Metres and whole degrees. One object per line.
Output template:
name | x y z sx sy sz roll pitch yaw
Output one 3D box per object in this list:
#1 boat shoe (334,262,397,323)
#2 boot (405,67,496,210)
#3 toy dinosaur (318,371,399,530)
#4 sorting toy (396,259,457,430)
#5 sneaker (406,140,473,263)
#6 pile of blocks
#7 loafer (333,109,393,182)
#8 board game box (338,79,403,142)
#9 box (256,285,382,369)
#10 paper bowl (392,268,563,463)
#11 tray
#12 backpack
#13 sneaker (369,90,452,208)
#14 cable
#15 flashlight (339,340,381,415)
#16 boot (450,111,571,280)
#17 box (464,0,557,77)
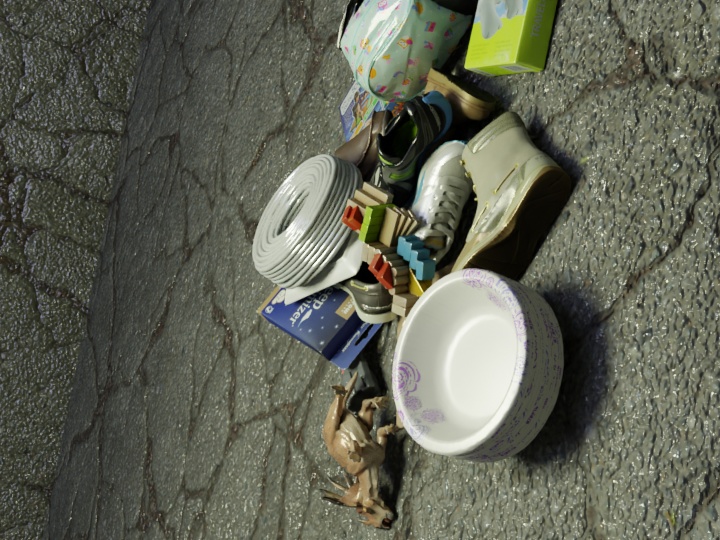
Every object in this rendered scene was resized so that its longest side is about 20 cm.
boat shoe | 0.000 0.000 1.501 0.201 0.071 0.061 -130 31 -56
boot | 0.103 -0.154 1.431 0.175 0.066 0.201 -121 48 -67
toy dinosaur | -0.014 0.234 1.423 0.136 0.085 0.201 -64 36 42
sorting toy | 0.098 0.094 1.364 0.200 0.036 0.186 141 135 -58
sneaker | 0.099 -0.071 1.372 0.201 0.076 0.081 -62 27 25
pile of blocks | 0.036 -0.025 1.334 0.201 0.062 0.082 57 132 23
loafer | -0.006 -0.159 1.595 0.073 0.071 0.201 -75 8 -46
board game box | 0.034 -0.276 1.650 0.200 0.034 0.136 -54 34 38
box | -0.052 0.054 1.566 0.200 0.032 0.121 28 74 45
paper bowl | 0.135 0.106 1.168 0.200 0.104 0.202 -23 59 43
tray | -0.047 -0.021 1.507 0.200 0.022 0.108 -24 41 54
backpack | 0.058 -0.332 1.467 0.200 0.166 0.127 -50 43 29
sneaker | 0.045 -0.147 1.382 0.071 0.082 0.200 55 137 27
cable | -0.073 -0.072 1.504 0.200 0.069 0.201 -33 32 45
flashlight | -0.024 0.120 1.565 0.068 0.068 0.201 -28 46 8
boot | 0.153 -0.075 1.276 0.201 0.072 0.155 -56 33 24
box | 0.197 -0.346 1.337 0.122 0.047 0.202 13 92 64
